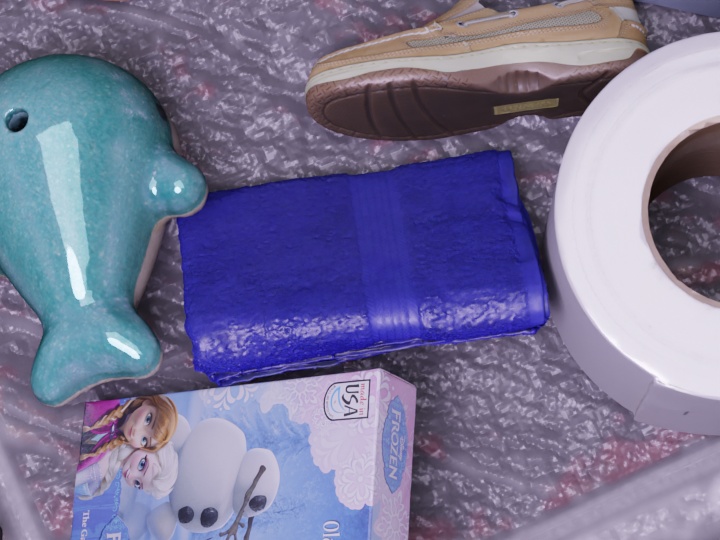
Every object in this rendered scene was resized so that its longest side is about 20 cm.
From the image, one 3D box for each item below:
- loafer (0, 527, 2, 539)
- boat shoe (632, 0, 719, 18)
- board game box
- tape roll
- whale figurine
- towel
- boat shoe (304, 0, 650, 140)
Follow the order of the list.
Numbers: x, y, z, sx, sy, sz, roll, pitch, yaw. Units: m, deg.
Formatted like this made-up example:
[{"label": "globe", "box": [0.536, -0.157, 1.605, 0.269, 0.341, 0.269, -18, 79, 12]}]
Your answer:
[{"label": "loafer", "box": [-0.297, 0.135, 1.464, 0.199, 0.073, 0.072, 2, 120, 2]}, {"label": "boat shoe", "box": [0.154, -0.206, 1.533, 0.201, 0.075, 0.086, 12, 80, 1]}, {"label": "board game box", "box": [-0.069, 0.161, 1.422, 0.198, 0.043, 0.201, -8, 68, 30]}, {"label": "tape roll", "box": [0.202, -0.017, 1.463, 0.202, 0.139, 0.204, 0, 79, 1]}, {"label": "whale figurine", "box": [-0.163, -0.029, 1.466, 0.159, 0.104, 0.201, -17, 60, 13]}, {"label": "towel", "box": [0.000, 0.000, 1.485, 0.199, 0.050, 0.148, -7, 37, -1]}, {"label": "boat shoe", "box": [0.065, -0.124, 1.530, 0.199, 0.072, 0.076, -5, 65, -7]}]
